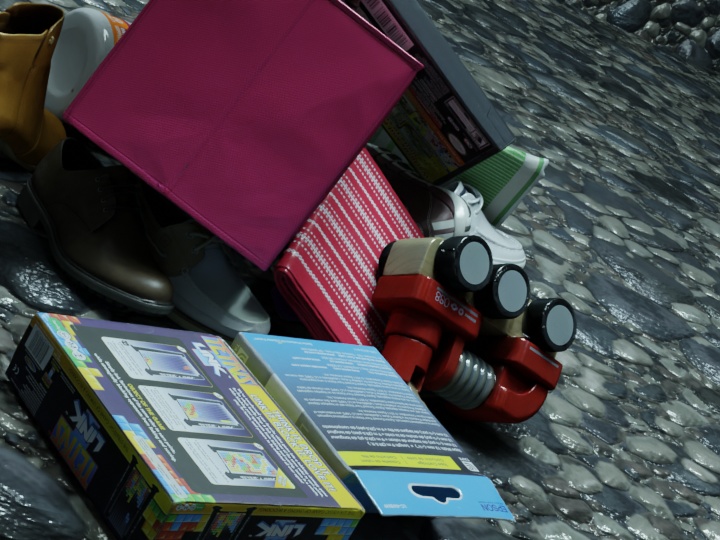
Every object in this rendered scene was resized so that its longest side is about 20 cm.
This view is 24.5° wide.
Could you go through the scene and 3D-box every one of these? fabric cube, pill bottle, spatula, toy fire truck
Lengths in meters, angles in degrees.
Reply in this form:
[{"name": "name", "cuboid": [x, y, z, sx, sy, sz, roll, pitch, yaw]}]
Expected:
[{"name": "fabric cube", "cuboid": [-0.091, -0.144, 1.327, 0.200, 0.199, 0.196, 37, 5, -5]}, {"name": "pill bottle", "cuboid": [-0.201, -0.174, 1.591, 0.200, 0.110, 0.110, 14, 24, -44]}, {"name": "spatula", "cuboid": [0.010, 0.047, 1.481, 0.200, 0.021, 0.057, 19, 28, -30]}, {"name": "toy fire truck", "cuboid": [0.085, 0.089, 1.362, 0.176, 0.200, 0.129, 34, -23, -36]}]

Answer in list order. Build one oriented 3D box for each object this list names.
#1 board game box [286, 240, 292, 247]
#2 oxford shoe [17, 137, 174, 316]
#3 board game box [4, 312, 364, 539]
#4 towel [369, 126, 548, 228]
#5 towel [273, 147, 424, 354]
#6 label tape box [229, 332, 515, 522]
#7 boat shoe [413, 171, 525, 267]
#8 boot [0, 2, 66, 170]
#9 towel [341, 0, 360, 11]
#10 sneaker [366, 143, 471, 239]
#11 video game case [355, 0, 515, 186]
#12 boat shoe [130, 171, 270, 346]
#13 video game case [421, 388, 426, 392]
[{"name": "board game box", "cuboid": [-0.090, -0.123, 1.504, 0.151, 0.200, 0.037, 28, 45, -4]}, {"name": "oxford shoe", "cuboid": [-0.202, -0.038, 1.305, 0.073, 0.084, 0.200, 8, 30, -50]}, {"name": "board game box", "cuboid": [-0.117, 0.113, 1.092, 0.165, 0.057, 0.200, 12, 25, -45]}, {"name": "towel", "cuboid": [0.073, -0.105, 1.685, 0.200, 0.153, 0.023, 21, 55, -13]}, {"name": "towel", "cuboid": [0.000, 0.000, 1.392, 0.145, 0.022, 0.200, 56, 35, -20]}, {"name": "label tape box", "cuboid": [-0.001, 0.132, 1.198, 0.143, 0.066, 0.200, 9, 31, -44]}, {"name": "boat shoe", "cuboid": [0.087, -0.059, 1.673, 0.200, 0.069, 0.072, 26, 19, -9]}, {"name": "boot", "cuboid": [-0.279, -0.158, 1.399, 0.071, 0.144, 0.201, 33, 20, 8]}, {"name": "towel", "cuboid": [-0.090, -0.293, 1.366, 0.192, 0.035, 0.200, 38, 5, 10]}, {"name": "sneaker", "cuboid": [0.000, -0.067, 1.552, 0.115, 0.076, 0.200, -12, 27, -43]}, {"name": "video game case", "cuboid": [0.042, -0.175, 1.498, 0.200, 0.025, 0.181, 53, -19, -4]}, {"name": "boat shoe", "cuboid": [-0.142, -0.012, 1.342, 0.200, 0.068, 0.075, 39, 22, 24]}, {"name": "video game case", "cuboid": [0.068, 0.035, 1.515, 0.143, 0.019, 0.200, 48, 31, 19]}]
